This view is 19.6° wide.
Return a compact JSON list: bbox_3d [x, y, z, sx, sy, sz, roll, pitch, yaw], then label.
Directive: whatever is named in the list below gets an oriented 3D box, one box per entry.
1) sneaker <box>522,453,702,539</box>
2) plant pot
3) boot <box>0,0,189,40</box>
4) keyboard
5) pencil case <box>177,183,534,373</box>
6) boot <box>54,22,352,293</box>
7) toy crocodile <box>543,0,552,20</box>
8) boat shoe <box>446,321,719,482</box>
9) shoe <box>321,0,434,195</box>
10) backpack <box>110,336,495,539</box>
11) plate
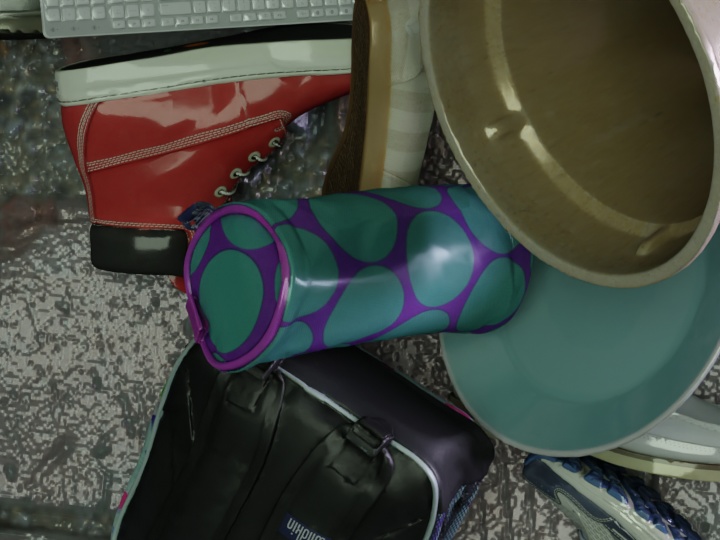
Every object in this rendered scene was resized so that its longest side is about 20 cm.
[{"bbox_3d":[0.160,0.180,1.161,0.200,0.077,0.085,41,100,7],"label":"sneaker"},{"bbox_3d":[0.162,-0.118,1.017,0.183,0.200,0.201,-27,85,-31],"label":"plant pot"},{"bbox_3d":[-0.176,-0.237,1.212,0.181,0.073,0.200,-5,96,-5],"label":"boot"},{"bbox_3d":[-0.084,-0.166,1.192,0.200,0.011,0.056,-5,92,-15],"label":"keyboard"},{"bbox_3d":[0.000,0.000,1.075,0.092,0.200,0.085,-23,78,44],"label":"pencil case"},{"bbox_3d":[-0.066,-0.063,1.204,0.200,0.072,0.145,-10,102,2],"label":"boot"},{"bbox_3d":[0.085,-0.143,1.098,0.067,0.062,0.200,-1,115,7],"label":"toy crocodile"},{"bbox_3d":[0.148,0.071,1.161,0.200,0.075,0.069,10,95,11],"label":"boat shoe"},{"bbox_3d":[0.016,-0.062,1.161,0.053,0.070,0.200,-3,124,-18],"label":"shoe"},{"bbox_3d":[-0.037,0.133,1.140,0.177,0.151,0.200,31,110,16],"label":"backpack"},{"bbox_3d":[0.127,0.005,1.119,0.200,0.026,0.201,-17,63,37],"label":"plate"}]
